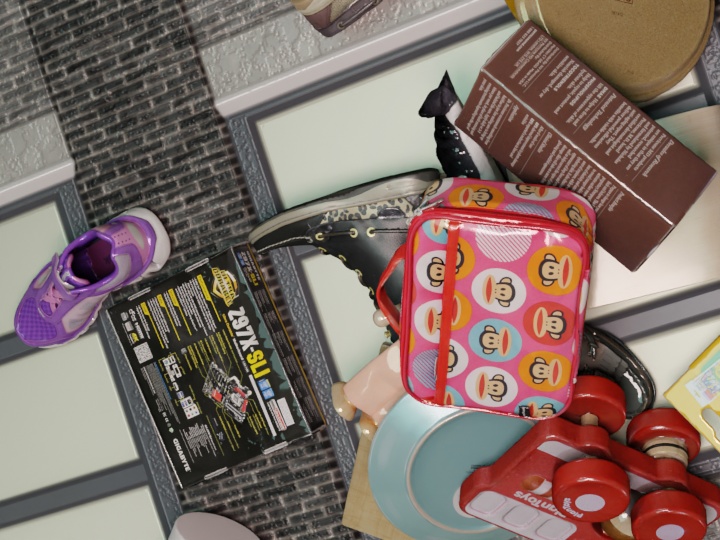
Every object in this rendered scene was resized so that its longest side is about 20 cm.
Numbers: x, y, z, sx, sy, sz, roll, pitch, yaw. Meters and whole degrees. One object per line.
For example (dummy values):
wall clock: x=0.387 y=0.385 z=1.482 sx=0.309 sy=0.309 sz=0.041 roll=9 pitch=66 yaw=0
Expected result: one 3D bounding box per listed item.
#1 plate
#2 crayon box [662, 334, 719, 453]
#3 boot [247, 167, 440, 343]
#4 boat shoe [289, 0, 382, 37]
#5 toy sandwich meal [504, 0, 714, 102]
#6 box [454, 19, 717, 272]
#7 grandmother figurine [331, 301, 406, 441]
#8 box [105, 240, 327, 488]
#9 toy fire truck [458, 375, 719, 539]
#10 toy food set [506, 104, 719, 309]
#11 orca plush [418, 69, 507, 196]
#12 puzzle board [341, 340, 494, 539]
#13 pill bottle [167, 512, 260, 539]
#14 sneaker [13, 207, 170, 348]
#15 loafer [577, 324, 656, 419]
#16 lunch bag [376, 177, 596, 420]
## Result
plate: x=0.106 y=0.176 z=1.418 sx=0.198 sy=0.026 sz=0.202 roll=-4 pitch=117 yaw=-8
crayon box: x=0.374 y=0.078 z=1.343 sx=0.126 sy=0.052 sz=0.200 roll=46 pitch=109 yaw=11
boot: x=0.000 y=0.000 z=1.470 sx=0.202 sy=0.073 sz=0.155 roll=-16 pitch=94 yaw=24
boat shoe: x=0.028 y=-0.287 z=1.424 sx=0.199 sy=0.065 sz=0.072 roll=-36 pitch=42 yaw=4
toy sandwich meal: x=0.206 y=-0.238 z=1.339 sx=0.203 sy=0.070 sz=0.207 roll=1 pitch=86 yaw=-15
box: x=0.181 y=-0.101 z=1.280 sx=0.200 sy=0.100 sz=0.075 roll=42 pitch=67 yaw=7
grandmother figurine: x=0.061 y=0.069 z=1.404 sx=0.200 sy=0.061 sz=0.121 roll=-39 pitch=121 yaw=24
box: x=-0.144 y=0.095 z=1.552 sx=0.159 sy=0.049 sz=0.201 roll=-25 pitch=87 yaw=20
toy fire truck: x=0.208 y=0.196 z=1.383 sx=0.199 sy=0.113 sz=0.168 roll=24 pitch=136 yaw=-20
toy food set: x=0.238 y=-0.050 z=1.361 sx=0.198 sy=0.060 sz=0.145 roll=-14 pitch=89 yaw=11
orca plush: x=0.086 y=-0.074 z=1.386 sx=0.071 sy=0.200 sz=0.106 roll=-23 pitch=47 yaw=12
puzzle board: x=0.071 y=0.178 z=1.477 sx=0.149 sy=0.017 sz=0.202 roll=18 pitch=114 yaw=13
pill bottle: x=-0.171 y=0.352 z=1.561 sx=0.113 sy=0.113 sz=0.202 roll=25 pitch=105 yaw=16
sneaker: x=-0.286 y=0.010 z=1.575 sx=0.200 sy=0.088 sz=0.081 roll=-37 pitch=84 yaw=23
loafer: x=0.176 y=0.070 z=1.414 sx=0.200 sy=0.063 sz=0.072 roll=38 pitch=107 yaw=13
lunch bag: x=0.100 y=0.022 z=1.295 sx=0.174 sy=0.082 sz=0.202 roll=8 pitch=123 yaw=9
